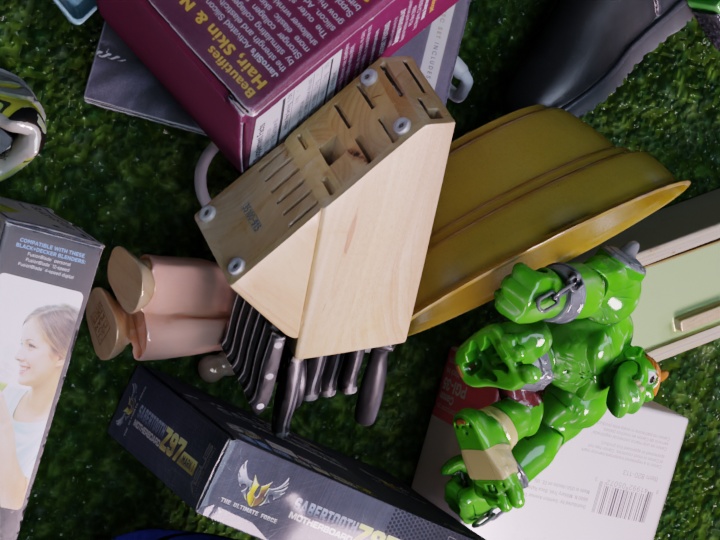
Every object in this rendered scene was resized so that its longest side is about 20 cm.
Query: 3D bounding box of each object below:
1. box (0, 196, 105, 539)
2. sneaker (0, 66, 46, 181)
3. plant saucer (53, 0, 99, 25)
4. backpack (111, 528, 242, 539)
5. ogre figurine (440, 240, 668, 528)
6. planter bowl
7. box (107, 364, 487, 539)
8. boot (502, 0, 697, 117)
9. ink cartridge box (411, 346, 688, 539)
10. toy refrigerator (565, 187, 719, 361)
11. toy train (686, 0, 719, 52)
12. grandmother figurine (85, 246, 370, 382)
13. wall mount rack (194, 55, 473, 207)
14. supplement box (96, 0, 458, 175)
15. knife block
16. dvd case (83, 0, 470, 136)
[{"bbox_3d":[-0.211,0.063,1.253,0.060,0.117,0.201,15,96,-25],"label":"box"},{"bbox_3d":[-0.262,-0.055,1.223,0.199,0.076,0.076,-30,114,-16],"label":"sneaker"},{"bbox_3d":[-0.196,-0.231,1.233,0.070,0.019,0.200,-43,108,-9],"label":"plant saucer"},{"bbox_3d":[-0.097,0.234,1.299,0.161,0.200,0.169,16,85,-23],"label":"backpack"},{"bbox_3d":[0.110,0.055,1.313,0.120,0.098,0.201,-30,128,-32],"label":"ogre figurine"},{"bbox_3d":[0.086,-0.040,1.326,0.199,0.200,0.084,-25,83,-19],"label":"planter bowl"},{"bbox_3d":[-0.033,0.130,1.328,0.199,0.158,0.051,27,90,-27],"label":"box"},{"bbox_3d":[0.112,-0.206,1.371,0.165,0.065,0.201,-42,122,-25],"label":"boot"},{"bbox_3d":[0.105,0.166,1.445,0.146,0.083,0.202,14,94,-28],"label":"ink cartridge box"},{"bbox_3d":[0.213,0.003,1.469,0.199,0.070,0.077,-19,109,-22],"label":"toy refrigerator"},{"bbox_3d":[0.196,-0.208,1.377,0.057,0.042,0.200,-51,124,-13],"label":"toy train"},{"bbox_3d":[-0.060,0.025,1.336,0.199,0.061,0.121,1,145,-34],"label":"grandmother figurine"},{"bbox_3d":[-0.036,-0.126,1.322,0.174,0.075,0.200,44,78,5],"label":"wall mount rack"},{"bbox_3d":[-0.028,-0.171,1.222,0.200,0.103,0.131,-39,80,-13],"label":"supplement box"},{"bbox_3d":[0.000,0.000,1.262,0.200,0.064,0.175,-40,136,9],"label":"knife block"},{"bbox_3d":[-0.042,-0.140,1.282,0.198,0.016,0.150,15,79,-5],"label":"dvd case"}]
